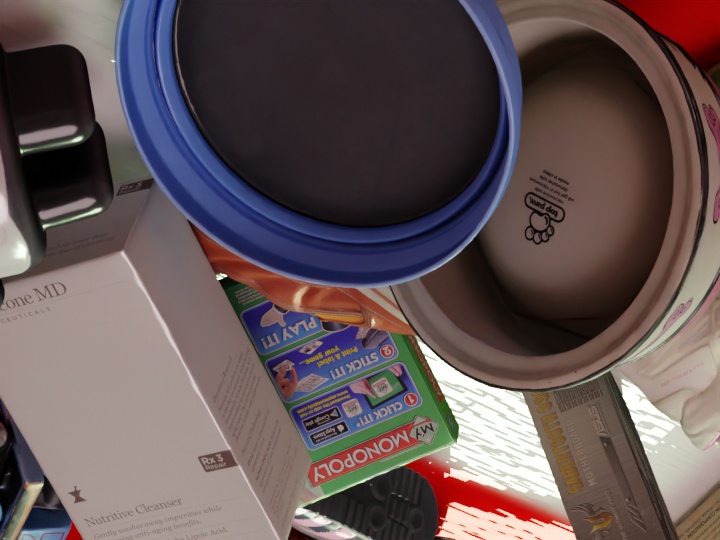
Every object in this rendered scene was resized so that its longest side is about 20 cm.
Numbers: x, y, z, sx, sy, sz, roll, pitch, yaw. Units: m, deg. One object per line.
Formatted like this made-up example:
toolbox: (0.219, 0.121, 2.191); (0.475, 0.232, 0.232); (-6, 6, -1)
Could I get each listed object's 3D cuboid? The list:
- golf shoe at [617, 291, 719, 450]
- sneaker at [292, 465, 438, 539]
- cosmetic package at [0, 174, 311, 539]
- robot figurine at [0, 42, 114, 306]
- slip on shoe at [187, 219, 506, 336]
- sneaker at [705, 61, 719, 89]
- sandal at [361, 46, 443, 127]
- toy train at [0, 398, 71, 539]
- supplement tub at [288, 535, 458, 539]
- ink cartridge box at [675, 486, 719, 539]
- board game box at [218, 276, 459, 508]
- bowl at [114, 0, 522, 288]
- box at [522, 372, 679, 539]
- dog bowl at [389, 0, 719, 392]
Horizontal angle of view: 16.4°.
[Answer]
golf shoe: (0.194, 0.007, 1.308); (0.092, 0.075, 0.200); (34, 129, 10)
sneaker: (-0.046, 0.121, 1.492); (0.082, 0.070, 0.200); (-10, 142, 45)
cosmetic package: (-0.118, 0.058, 1.304); (0.113, 0.081, 0.200); (-16, 120, 22)
robot figurine: (-0.221, -0.048, 1.177); (0.200, 0.150, 0.125); (-13, 177, -3)
slip on shoe: (0.000, 0.000, 1.319); (0.200, 0.074, 0.061); (20, 140, -7)
sneaker: (0.147, -0.061, 1.313); (0.200, 0.074, 0.084); (-31, 143, 21)
sandal: (0.026, -0.090, 1.223); (0.078, 0.070, 0.212); (-11, 151, -48)
toy train: (-0.222, 0.151, 1.459); (0.114, 0.087, 0.200); (-1, 139, -30)
supplement tub: (-0.026, 0.240, 1.578); (0.200, 0.144, 0.144); (2, 139, -21)
ink cartridge box: (0.298, 0.221, 1.715); (0.200, 0.075, 0.165); (12, 134, -31)
board game box: (-0.063, 0.072, 1.389); (0.200, 0.029, 0.135); (-23, 104, 12)
bowl: (-0.017, -0.087, 1.176); (0.201, 0.039, 0.201); (11, 124, 17)
box: (0.143, 0.123, 1.440); (0.048, 0.200, 0.158); (-24, 142, 7)
dog bowl: (0.105, -0.038, 1.242); (0.200, 0.200, 0.074); (-41, 153, 30)
